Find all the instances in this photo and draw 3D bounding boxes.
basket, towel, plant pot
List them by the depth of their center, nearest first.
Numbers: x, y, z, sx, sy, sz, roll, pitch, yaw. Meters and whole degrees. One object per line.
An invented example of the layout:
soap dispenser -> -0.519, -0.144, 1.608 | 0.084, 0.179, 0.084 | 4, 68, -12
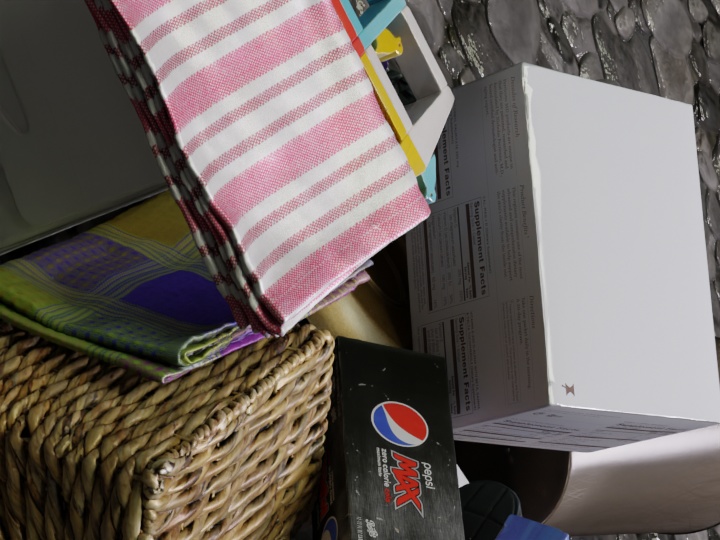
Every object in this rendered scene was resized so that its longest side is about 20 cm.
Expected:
towel -> -0.046, -0.085, 1.109 | 0.146, 0.030, 0.201 | -39, 109, -44
basket -> -0.122, 0.103, 1.159 | 0.200, 0.148, 0.144 | -39, 140, -58
towel -> -0.098, 0.001, 1.187 | 0.200, 0.143, 0.023 | -27, 131, -55
plant pot -> 0.000, 0.000, 1.377 | 0.200, 0.027, 0.200 | 50, 18, -22
basket -> 0.156, 0.115, 1.517 | 0.199, 0.180, 0.137 | 0, 74, -46

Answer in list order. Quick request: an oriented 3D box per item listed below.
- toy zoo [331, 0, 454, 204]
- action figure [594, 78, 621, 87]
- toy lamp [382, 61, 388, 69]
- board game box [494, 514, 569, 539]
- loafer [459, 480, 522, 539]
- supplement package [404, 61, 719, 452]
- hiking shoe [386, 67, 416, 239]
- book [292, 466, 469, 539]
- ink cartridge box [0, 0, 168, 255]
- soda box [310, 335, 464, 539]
toy zoo -> -0.007, -0.121, 1.213 | 0.201, 0.020, 0.131 | 62, 33, -17
action figure -> 0.138, -0.057, 1.565 | 0.194, 0.104, 0.201 | 88, 22, -57
toy lamp -> 0.019, -0.075, 1.429 | 0.058, 0.058, 0.201 | -8, 67, -59
board game box -> 0.070, 0.278, 1.273 | 0.199, 0.043, 0.201 | -53, 145, -35
loafer -> 0.044, 0.219, 1.317 | 0.201, 0.072, 0.072 | -61, 143, -17
supplement package -> 0.119, -0.003, 1.348 | 0.155, 0.110, 0.202 | 9, 73, -41
hiking shoe -> 0.039, -0.041, 1.498 | 0.201, 0.074, 0.087 | 59, -14, 6
book -> 0.030, 0.181, 1.385 | 0.201, 0.048, 0.134 | 54, 41, -28
ink cartridge box -> -0.114, -0.117, 1.203 | 0.200, 0.145, 0.148 | -29, 99, -58
soda box -> 0.013, 0.130, 1.222 | 0.070, 0.064, 0.201 | 13, 40, -14
